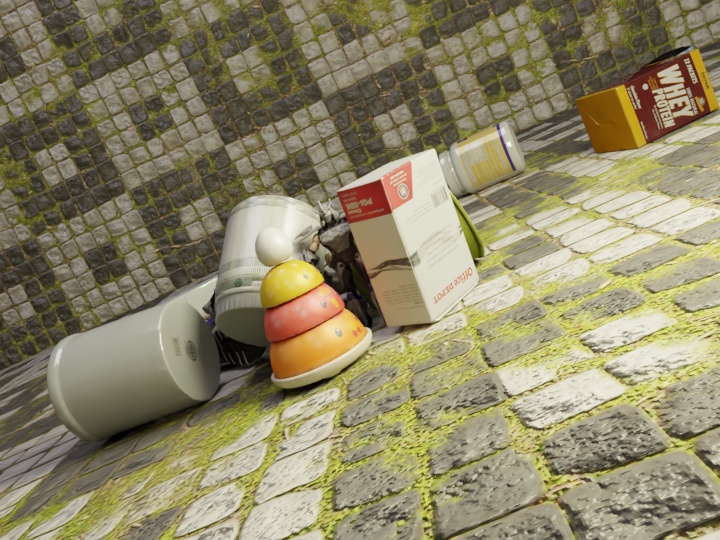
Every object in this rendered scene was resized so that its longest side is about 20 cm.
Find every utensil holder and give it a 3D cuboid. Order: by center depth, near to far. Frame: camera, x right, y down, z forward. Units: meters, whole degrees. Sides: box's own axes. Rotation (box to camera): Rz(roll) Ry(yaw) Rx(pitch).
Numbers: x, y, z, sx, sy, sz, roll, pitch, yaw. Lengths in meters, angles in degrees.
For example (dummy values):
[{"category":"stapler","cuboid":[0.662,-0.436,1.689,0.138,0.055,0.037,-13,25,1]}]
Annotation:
[{"category":"utensil holder","cuboid":[-0.337,0.150,1.110,0.199,0.171,0.170,-20,10,15]}]

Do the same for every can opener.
[{"category":"can opener","cuboid":[-0.257,0.050,1.402,0.078,0.064,0.200,-35,-8,-28]}]

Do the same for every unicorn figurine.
[{"category":"unicorn figurine","cuboid":[-0.096,0.045,1.269,0.199,0.074,0.137,-22,-24,21]}]

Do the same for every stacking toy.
[{"category":"stacking toy","cuboid":[-0.085,0.039,0.950,0.145,0.201,0.146,-24,9,4]}]

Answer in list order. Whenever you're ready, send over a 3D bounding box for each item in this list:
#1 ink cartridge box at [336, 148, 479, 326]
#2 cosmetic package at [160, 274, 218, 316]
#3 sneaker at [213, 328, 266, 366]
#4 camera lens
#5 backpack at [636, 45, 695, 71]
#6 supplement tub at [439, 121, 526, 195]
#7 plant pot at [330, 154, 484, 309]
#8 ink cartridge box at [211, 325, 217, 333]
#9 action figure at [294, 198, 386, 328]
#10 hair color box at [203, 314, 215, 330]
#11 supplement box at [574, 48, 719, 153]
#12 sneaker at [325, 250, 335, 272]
[{"category":"ink cartridge box","cuboid":[0.068,-0.044,0.990,0.083,0.201,0.147,-11,15,39]},{"category":"cosmetic package","cuboid":[-0.360,0.082,1.742,0.199,0.113,0.081,-27,9,-23]},{"category":"sneaker","cuboid":[-0.195,0.112,1.247,0.115,0.076,0.199,-29,8,-41]},{"category":"camera lens","cuboid":[-0.135,-0.002,1.117,0.159,0.160,0.201,-18,54,35]},{"category":"backpack","cuboid":[0.857,-0.544,2.032,0.162,0.154,0.200,-26,-13,-20]},{"category":"supplement tub","cuboid":[0.325,-0.295,1.949,0.199,0.146,0.145,-21,9,19]},{"category":"plant pot","cuboid":[0.060,-0.043,1.157,0.193,0.201,0.200,-38,10,-3]},{"category":"ink cartridge box","cuboid":[-0.184,0.061,1.419,0.200,0.044,0.174,-33,-8,-42]},{"category":"action figure","cuboid":[-0.013,-0.011,1.044,0.130,0.201,0.069,-24,10,15]},{"category":"hair color box","cuboid":[-0.368,0.150,1.524,0.199,0.065,0.109,-18,10,29]},{"category":"supplement box","cuboid":[0.618,-0.363,1.591,0.199,0.133,0.197,-26,9,-5]},{"category":"sneaker","cuboid":[-0.011,-0.044,1.297,0.199,0.089,0.074,-21,-1,24]}]
